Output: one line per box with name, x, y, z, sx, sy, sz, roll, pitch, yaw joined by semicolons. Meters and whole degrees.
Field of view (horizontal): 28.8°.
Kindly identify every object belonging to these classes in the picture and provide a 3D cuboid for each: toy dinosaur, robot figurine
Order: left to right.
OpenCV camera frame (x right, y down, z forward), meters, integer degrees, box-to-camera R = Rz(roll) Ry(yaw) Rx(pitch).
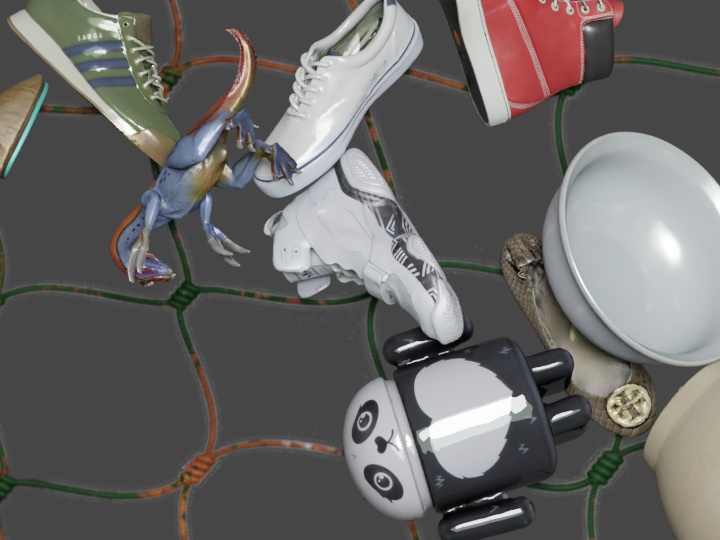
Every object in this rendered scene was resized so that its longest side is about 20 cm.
toy dinosaur;-0.140;-0.067;1.172;0.181;0.105;0.201;-21;55;34
robot figurine;0.084;0.126;1.135;0.199;0.150;0.125;-17;122;-1

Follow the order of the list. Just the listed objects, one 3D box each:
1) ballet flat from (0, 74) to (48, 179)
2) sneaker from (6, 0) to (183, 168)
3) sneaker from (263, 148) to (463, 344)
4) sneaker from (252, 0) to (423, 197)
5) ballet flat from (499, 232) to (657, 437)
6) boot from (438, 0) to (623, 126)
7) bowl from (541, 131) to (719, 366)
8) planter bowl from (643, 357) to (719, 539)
ballet flat;-0.331;-0.082;1.195;0.072;0.068;0.201;20;90;-19
sneaker;-0.206;-0.181;1.203;0.200;0.067;0.090;43;91;7
sneaker;0.000;0.000;1.161;0.115;0.075;0.200;-33;60;3
sneaker;-0.031;-0.154;1.186;0.073;0.071;0.200;27;75;43
ballet flat;0.183;0.053;1.181;0.067;0.046;0.200;-32;84;-1
boot;0.141;-0.236;1.173;0.144;0.072;0.201;-23;117;-3
bowl;0.219;-0.005;1.146;0.200;0.090;0.202;14;62;-26
planter bowl;0.312;0.150;1.110;0.200;0.200;0.135;-45;59;-3
